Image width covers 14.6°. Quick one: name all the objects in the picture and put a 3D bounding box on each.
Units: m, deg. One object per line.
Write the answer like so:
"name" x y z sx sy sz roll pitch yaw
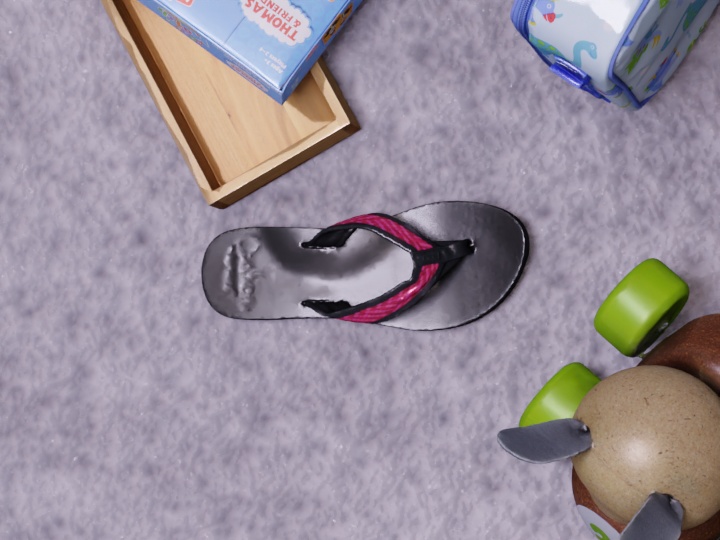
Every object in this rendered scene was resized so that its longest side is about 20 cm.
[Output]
"sandal" 0.000 0.000 1.654 0.200 0.045 0.075 -5 85 12
"toy car" 0.152 0.108 1.521 0.164 0.200 0.158 41 118 14
"tray" -0.091 -0.148 1.690 0.099 0.037 0.200 -30 80 9
"lunch bag" 0.154 -0.172 1.553 0.082 0.200 0.161 30 93 13
"board game box" -0.047 -0.221 1.656 0.151 0.037 0.200 36 80 6
